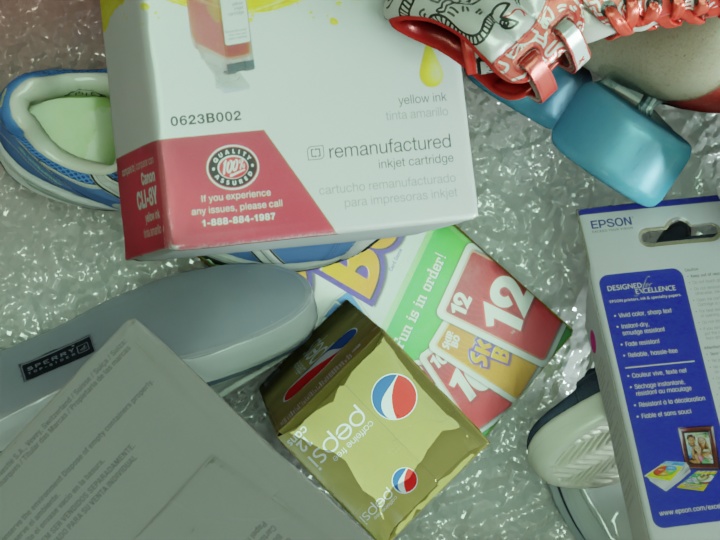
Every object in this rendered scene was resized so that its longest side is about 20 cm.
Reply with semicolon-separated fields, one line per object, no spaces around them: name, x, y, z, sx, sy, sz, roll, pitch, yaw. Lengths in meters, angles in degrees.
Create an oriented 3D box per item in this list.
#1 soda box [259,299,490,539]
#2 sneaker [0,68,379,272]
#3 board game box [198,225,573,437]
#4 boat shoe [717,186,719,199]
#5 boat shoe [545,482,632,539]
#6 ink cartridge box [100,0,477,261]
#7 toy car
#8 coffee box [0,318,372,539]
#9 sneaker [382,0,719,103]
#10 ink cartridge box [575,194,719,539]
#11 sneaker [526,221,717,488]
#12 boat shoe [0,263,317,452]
soda box;0.002;0.064;1.102;0.064;0.200;0.068;-44;95;-1
sneaker;-0.079;-0.048;1.155;0.199;0.077;0.076;11;81;1
board game box;0.000;0.000;1.214;0.200;0.030;0.096;41;85;-3
boat shoe;0.244;-0.025;1.150;0.200;0.070;0.072;-1;59;-47
boat shoe;0.174;0.144;1.216;0.200;0.067;0.074;42;85;-6
ink cartridge box;-0.037;-0.112;1.094;0.144;0.083;0.201;-6;88;-17
toy car;0.190;-0.113;1.197;0.199;0.177;0.185;27;101;-36
coffee box;-0.071;0.187;1.072;0.200;0.198;0.200;-46;56;-8
sneaker;0.109;-0.115;1.045;0.200;0.067;0.109;18;82;6
ink cartridge box;0.159;0.060;1.122;0.094;0.037;0.201;-6;64;-8
sneaker;0.150;0.029;1.204;0.199;0.075;0.085;-29;59;-19
boat shoe;-0.110;0.057;1.163;0.199;0.074;0.066;-18;126;4
